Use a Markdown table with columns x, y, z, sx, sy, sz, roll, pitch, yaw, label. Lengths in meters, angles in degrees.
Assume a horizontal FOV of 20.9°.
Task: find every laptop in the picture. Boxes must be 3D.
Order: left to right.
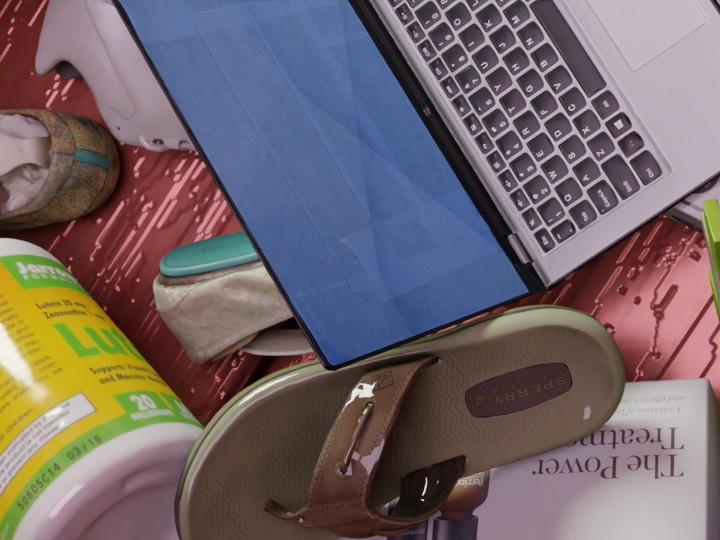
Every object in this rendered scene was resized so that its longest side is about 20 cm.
| x | y | z | sx | sy | sz | roll | pitch | yaw | label |
| --- | --- | --- | --- | --- | --- | --- | --- | --- | --- |
| 0.038 | -0.088 | 0.801 | 0.199 | 0.116 | 0.188 | -34 | 76 | 13 | laptop |

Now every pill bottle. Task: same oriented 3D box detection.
| x | y | z | sx | sy | sz | roll | pitch | yaw | label |
| --- | --- | --- | --- | --- | --- | --- | --- | --- | --- |
| -0.156 | 0.056 | 0.881 | 0.111 | 0.111 | 0.200 | -50 | 58 | 8 | pill bottle |

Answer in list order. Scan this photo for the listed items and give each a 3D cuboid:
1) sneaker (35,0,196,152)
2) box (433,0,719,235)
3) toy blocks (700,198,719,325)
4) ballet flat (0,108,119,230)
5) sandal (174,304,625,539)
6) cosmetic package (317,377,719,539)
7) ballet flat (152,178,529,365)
| x | y | z | sx | sy | sz | roll | pitch | yaw | label |
| --- | --- | --- | --- | --- | --- | --- | --- | --- | --- |
| -0.073 | -0.088 | 0.935 | 0.200 | 0.074 | 0.088 | 35 | 108 | 25 | sneaker |
| 0.146 | -0.083 | 0.858 | 0.199 | 0.060 | 0.117 | 30 | 94 | 19 | box |
| 0.216 | 0.033 | 0.771 | 0.136 | 0.201 | 0.100 | -14 | 37 | 8 | toy blocks |
| -0.219 | -0.046 | 0.972 | 0.198 | 0.071 | 0.071 | -7 | 82 | 18 | ballet flat |
| 0.014 | 0.071 | 0.804 | 0.200 | 0.057 | 0.080 | -23 | 112 | 4 | sandal |
| 0.055 | 0.127 | 0.840 | 0.198 | 0.052 | 0.152 | -5 | 58 | 18 | cosmetic package |
| 0.000 | 0.000 | 0.907 | 0.199 | 0.067 | 0.063 | -13 | 108 | 20 | ballet flat |
